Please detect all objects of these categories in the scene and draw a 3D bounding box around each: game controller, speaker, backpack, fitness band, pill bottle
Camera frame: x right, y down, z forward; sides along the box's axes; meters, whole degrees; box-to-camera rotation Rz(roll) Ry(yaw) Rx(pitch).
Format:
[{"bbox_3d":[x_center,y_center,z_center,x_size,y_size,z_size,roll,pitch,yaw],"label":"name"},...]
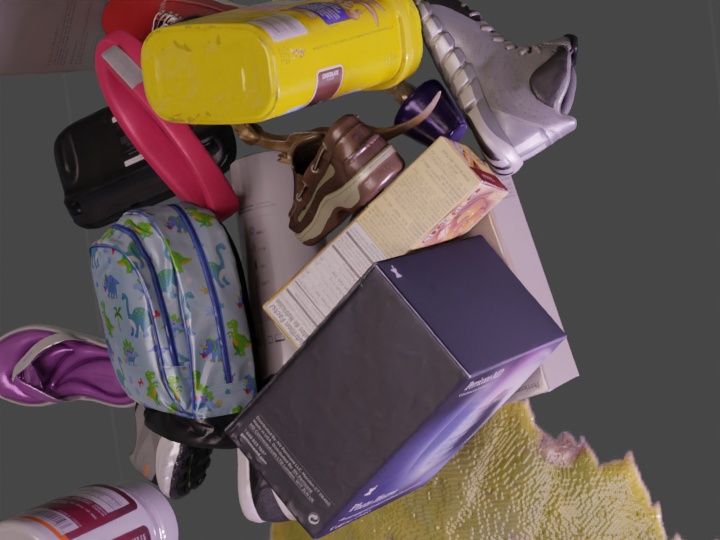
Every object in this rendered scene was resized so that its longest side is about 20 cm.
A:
[{"bbox_3d":[-0.205,-0.114,1.787,0.199,0.042,0.105,-20,74,28],"label":"game controller"},{"bbox_3d":[-0.066,-0.003,1.680,0.081,0.081,0.202,-14,79,28],"label":"speaker"},{"bbox_3d":[-0.156,0.042,1.635,0.163,0.152,0.202,-165,79,-67],"label":"backpack"},{"bbox_3d":[-0.172,-0.126,1.668,0.037,0.144,0.200,-34,63,-14],"label":"fitness band"},{"bbox_3d":[-0.262,0.265,1.777,0.113,0.200,0.116,4,99,27],"label":"pill bottle"}]

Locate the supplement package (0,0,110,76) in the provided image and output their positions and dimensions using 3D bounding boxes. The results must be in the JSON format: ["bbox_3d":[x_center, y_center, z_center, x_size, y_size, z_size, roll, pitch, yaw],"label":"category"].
[{"bbox_3d":[-0.327,-0.250,1.728,0.117,0.199,0.118,24,108,25],"label":"supplement package"}]

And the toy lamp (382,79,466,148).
[{"bbox_3d":[0.012,-0.179,1.651,0.200,0.058,0.058,46,115,16],"label":"toy lamp"}]

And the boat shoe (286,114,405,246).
[{"bbox_3d":[-0.025,-0.081,1.559,0.075,0.075,0.202,47,156,-3],"label":"boat shoe"}]

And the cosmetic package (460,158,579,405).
[{"bbox_3d":[0.100,0.015,1.625,0.103,0.073,0.202,-21,87,28],"label":"cosmetic package"}]

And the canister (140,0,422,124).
[{"bbox_3d":[-0.064,-0.175,1.543,0.147,0.199,0.088,3,106,35],"label":"canister"}]

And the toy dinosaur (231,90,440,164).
[{"bbox_3d":[-0.014,-0.106,1.604,0.198,0.101,0.059,-3,78,21],"label":"toy dinosaur"}]

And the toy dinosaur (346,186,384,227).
[{"bbox_3d":[0.000,0.000,1.667,0.076,0.102,0.202,-12,75,-10],"label":"toy dinosaur"}]

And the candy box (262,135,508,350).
[{"bbox_3d":[0.022,-0.018,1.533,0.200,0.115,0.055,-44,78,11],"label":"candy box"}]

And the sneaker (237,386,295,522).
[{"bbox_3d":[-0.059,0.131,1.731,0.111,0.073,0.202,-2,104,23],"label":"sneaker"}]

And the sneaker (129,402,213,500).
[{"bbox_3d":[-0.173,0.112,1.782,0.079,0.074,0.202,25,109,27],"label":"sneaker"}]

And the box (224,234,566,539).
[{"bbox_3d":[0.032,0.090,1.517,0.123,0.199,0.199,48,116,14],"label":"box"}]

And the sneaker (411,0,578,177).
[{"bbox_3d":[0.121,-0.184,1.596,0.115,0.075,0.201,-27,72,4],"label":"sneaker"}]

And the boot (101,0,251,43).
[{"bbox_3d":[-0.172,-0.213,1.690,0.198,0.144,0.073,13,105,26],"label":"boot"}]

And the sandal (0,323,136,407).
[{"bbox_3d":[-0.294,0.096,1.852,0.201,0.050,0.083,-1,97,28],"label":"sandal"}]
